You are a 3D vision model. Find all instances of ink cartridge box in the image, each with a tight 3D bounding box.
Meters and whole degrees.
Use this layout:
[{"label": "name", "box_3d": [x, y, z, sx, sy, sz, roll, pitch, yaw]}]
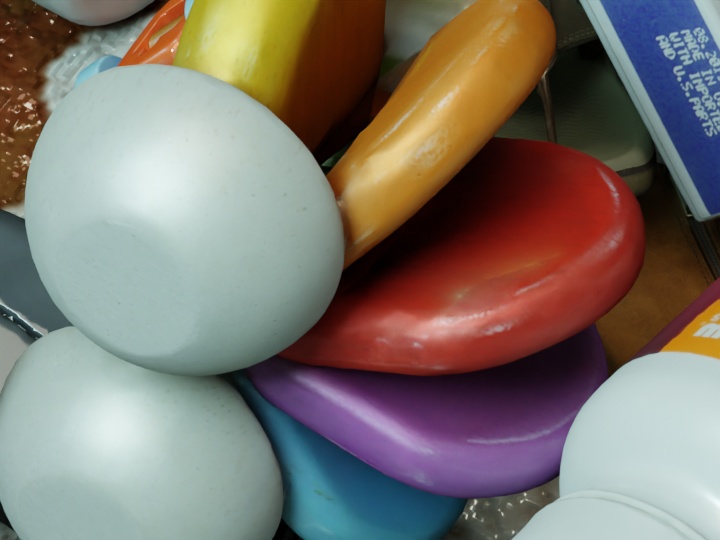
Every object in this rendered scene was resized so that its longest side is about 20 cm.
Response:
[{"label": "ink cartridge box", "box_3d": [0.097, -0.146, 0.881, 0.041, 0.200, 0.200, -20, 23, 27]}]

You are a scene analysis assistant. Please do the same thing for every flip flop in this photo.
[{"label": "flip flop", "box_3d": [0.053, -0.076, 0.904, 0.081, 0.058, 0.200, -4, 33, 9]}]

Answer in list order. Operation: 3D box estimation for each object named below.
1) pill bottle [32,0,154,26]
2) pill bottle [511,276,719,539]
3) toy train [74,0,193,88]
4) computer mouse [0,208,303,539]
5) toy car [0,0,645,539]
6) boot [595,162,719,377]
[{"label": "pill bottle", "box_3d": [-0.144, -0.177, 0.980, 0.200, 0.111, 0.111, 31, 59, 21]}, {"label": "pill bottle", "box_3d": [0.126, 0.048, 0.732, 0.113, 0.113, 0.200, 35, 55, 23]}, {"label": "toy train", "box_3d": [0.002, -0.108, 0.930, 0.056, 0.200, 0.150, 48, 34, -16]}, {"label": "computer mouse", "box_3d": [-0.091, 0.029, 0.865, 0.200, 0.053, 0.139, 25, 58, 17]}, {"label": "toy car", "box_3d": [0.000, 0.000, 0.757, 0.150, 0.200, 0.175, 23, 43, 9]}, {"label": "boot", "box_3d": [0.084, 0.049, 0.826, 0.188, 0.069, 0.200, -16, 59, -9]}]
